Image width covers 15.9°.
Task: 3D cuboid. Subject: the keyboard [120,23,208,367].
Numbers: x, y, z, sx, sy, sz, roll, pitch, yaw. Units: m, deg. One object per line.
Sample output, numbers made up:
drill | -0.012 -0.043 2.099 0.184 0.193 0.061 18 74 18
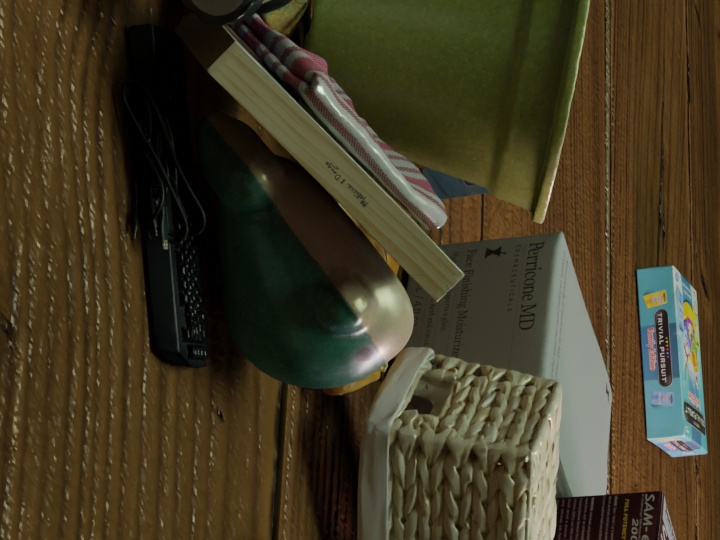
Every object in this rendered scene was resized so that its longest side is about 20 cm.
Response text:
keyboard | -0.103 -0.044 1.513 0.104 0.039 0.201 6 77 -74

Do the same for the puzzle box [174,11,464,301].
puzzle box | -0.027 -0.072 1.530 0.200 0.025 0.133 45 3 -19

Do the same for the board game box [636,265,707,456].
board game box | 0.366 0.108 3.023 0.151 0.047 0.201 33 53 -69

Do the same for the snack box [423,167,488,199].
snack box | 0.058 -0.180 2.055 0.169 0.067 0.201 46 39 -63

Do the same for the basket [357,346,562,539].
basket | 0.070 0.173 1.797 0.136 0.123 0.201 -59 154 -63

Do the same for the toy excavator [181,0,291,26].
toy excavator | -0.102 -0.261 1.459 0.100 0.194 0.201 -32 142 -72

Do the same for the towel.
towel | -0.029 -0.115 1.567 0.146 0.030 0.200 43 3 -42

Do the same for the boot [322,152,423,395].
boot | 0.000 0.000 1.816 0.201 0.070 0.145 -45 133 -65

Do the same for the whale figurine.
whale figurine | -0.051 -0.006 1.568 0.159 0.104 0.200 50 -2 44

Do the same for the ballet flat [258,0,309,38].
ballet flat | -0.056 -0.232 1.693 0.071 0.070 0.201 -78 156 -47

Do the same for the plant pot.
plant pot | 0.055 -0.147 1.780 0.200 0.183 0.201 10 90 -88

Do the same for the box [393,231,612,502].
box | 0.112 0.110 2.018 0.199 0.130 0.200 -80 157 -45

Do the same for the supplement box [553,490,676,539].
supplement box | 0.139 0.228 1.943 0.061 0.199 0.109 -78 155 -46
